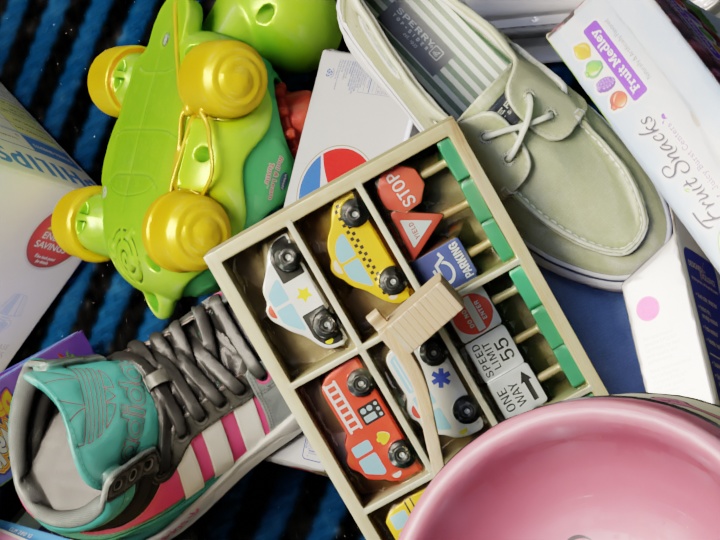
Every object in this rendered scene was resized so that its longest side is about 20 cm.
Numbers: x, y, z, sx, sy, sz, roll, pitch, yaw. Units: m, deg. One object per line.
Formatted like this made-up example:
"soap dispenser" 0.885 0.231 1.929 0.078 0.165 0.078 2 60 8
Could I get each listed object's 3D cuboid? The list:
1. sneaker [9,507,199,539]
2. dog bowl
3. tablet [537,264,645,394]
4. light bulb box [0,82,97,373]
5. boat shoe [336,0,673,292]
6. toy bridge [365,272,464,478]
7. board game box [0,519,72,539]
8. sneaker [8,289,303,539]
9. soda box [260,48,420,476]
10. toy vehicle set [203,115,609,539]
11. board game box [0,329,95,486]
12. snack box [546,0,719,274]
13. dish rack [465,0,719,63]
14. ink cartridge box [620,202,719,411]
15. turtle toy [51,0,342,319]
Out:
"sneaker" -0.102 0.114 1.198 0.088 0.076 0.200 43 107 17
"dog bowl" 0.096 0.138 0.924 0.199 0.074 0.201 -6 73 19
"tablet" 0.073 0.049 1.081 0.130 0.014 0.201 -23 80 5
"light bulb box" -0.273 -0.062 1.259 0.200 0.198 0.125 45 105 33
"boat shoe" 0.060 -0.066 1.060 0.200 0.062 0.072 42 90 12
"toy bridge" 0.070 0.092 1.015 0.067 0.027 0.200 -41 96 6
"board game box" -0.114 0.204 1.137 0.199 0.040 0.154 11 127 34
"sneaker" -0.090 0.053 1.077 0.200 0.121 0.084 -48 63 22
"soda box" 0.000 0.000 1.149 0.063 0.068 0.201 12 85 34
"toy vehicle set" 0.035 0.049 1.038 0.124 0.027 0.200 -30 96 4
"board game box" -0.223 0.103 1.190 0.134 0.200 0.045 -28 94 25
"snack box" 0.178 -0.028 0.998 0.053 0.142 0.200 -42 61 18
"dish rack" 0.100 -0.188 1.145 0.199 0.043 0.172 -1 77 31
"ink cartridge box" 0.154 0.062 1.019 0.037 0.095 0.201 -17 70 24
"turtle toy" -0.069 -0.071 1.188 0.146 0.101 0.201 7 82 59
